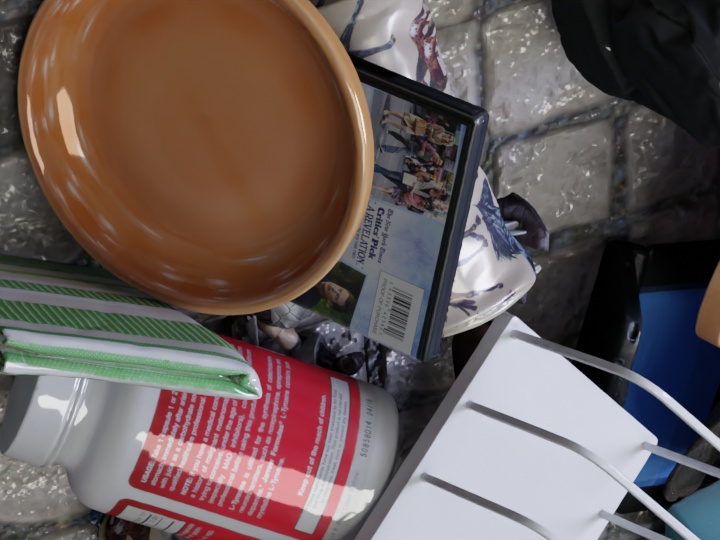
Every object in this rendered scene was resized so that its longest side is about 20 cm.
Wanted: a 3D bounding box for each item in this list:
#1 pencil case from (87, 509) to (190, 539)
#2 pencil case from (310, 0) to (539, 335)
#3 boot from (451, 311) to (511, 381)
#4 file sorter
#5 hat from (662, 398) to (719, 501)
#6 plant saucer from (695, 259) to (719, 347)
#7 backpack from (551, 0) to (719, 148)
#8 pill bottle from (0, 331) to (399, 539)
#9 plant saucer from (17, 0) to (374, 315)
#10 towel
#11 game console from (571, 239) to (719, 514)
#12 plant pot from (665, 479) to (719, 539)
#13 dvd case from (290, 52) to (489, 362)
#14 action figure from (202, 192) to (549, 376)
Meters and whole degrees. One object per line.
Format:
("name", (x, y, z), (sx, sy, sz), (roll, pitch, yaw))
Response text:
("pencil case", (-0.101, 0.211, 1.589), (0.089, 0.078, 0.200), (-35, 132, -28))
("pencil case", (0.026, -0.068, 1.430), (0.089, 0.078, 0.200), (-33, 106, -52))
("boot", (0.054, 0.138, 1.513), (0.166, 0.072, 0.200), (-31, 114, -33))
("file sorter", (0.098, 0.152, 1.437), (0.139, 0.124, 0.200), (40, 79, -34))
("hat", (0.274, 0.079, 1.658), (0.201, 0.081, 0.201), (-52, 169, -15))
("plant saucer", (0.260, -0.041, 1.583), (0.200, 0.032, 0.200), (-54, 166, -20))
("backpack", (0.222, -0.170, 1.485), (0.200, 0.167, 0.127), (-38, 141, -19))
("pill bottle", (-0.089, 0.089, 1.474), (0.200, 0.112, 0.112), (19, 110, -15))
("plant saucer", (-0.080, -0.076, 1.374), (0.037, 0.200, 0.200), (-43, 147, -56))
("towel", (-0.153, 0.024, 1.364), (0.152, 0.200, 0.023), (7, 100, -31))
("game console", (0.182, 0.091, 1.656), (0.116, 0.176, 0.200), (12, 115, -3))
("plant pot", (0.308, 0.231, 1.736), (0.141, 0.200, 0.141), (-26, 145, -14))
("dvd case", (-0.034, -0.053, 1.398), (0.018, 0.200, 0.143), (-31, 139, -53))
("action figure", (0.000, 0.000, 1.523), (0.200, 0.069, 0.130), (-10, 133, -19))
